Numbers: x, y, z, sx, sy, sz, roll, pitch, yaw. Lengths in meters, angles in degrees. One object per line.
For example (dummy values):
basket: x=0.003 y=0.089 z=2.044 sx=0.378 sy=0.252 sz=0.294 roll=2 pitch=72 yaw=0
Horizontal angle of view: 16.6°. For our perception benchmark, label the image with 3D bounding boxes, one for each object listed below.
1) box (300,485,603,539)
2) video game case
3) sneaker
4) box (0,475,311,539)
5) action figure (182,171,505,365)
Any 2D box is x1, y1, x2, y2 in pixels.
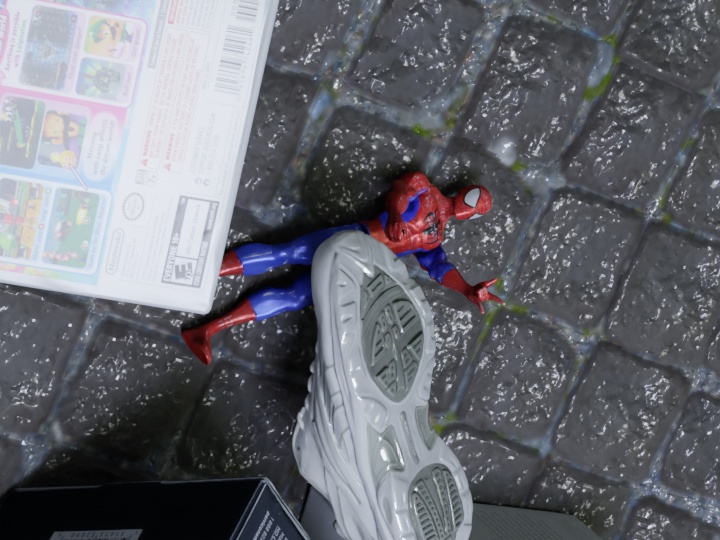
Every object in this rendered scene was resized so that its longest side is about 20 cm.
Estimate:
box: x=0.057 y=0.216 z=1.521 sx=0.199 sy=0.097 sz=0.125 roll=9 pitch=105 yaw=-28
video game case: x=-0.149 y=-0.086 z=1.329 sx=0.181 sy=0.024 sz=0.201 roll=9 pitch=105 yaw=-15
sneaker: x=-0.007 y=0.076 z=1.384 sx=0.078 sy=0.099 sz=0.201 roll=-24 pitch=108 yaw=-45
box: x=-0.103 y=0.227 z=1.373 sx=0.197 sy=0.199 sz=0.124 roll=56 pitch=45 yaw=-31
action figure: x=0.000 y=0.000 z=1.416 sx=0.199 sy=0.099 sz=0.066 roll=-25 pitch=119 yaw=-19
